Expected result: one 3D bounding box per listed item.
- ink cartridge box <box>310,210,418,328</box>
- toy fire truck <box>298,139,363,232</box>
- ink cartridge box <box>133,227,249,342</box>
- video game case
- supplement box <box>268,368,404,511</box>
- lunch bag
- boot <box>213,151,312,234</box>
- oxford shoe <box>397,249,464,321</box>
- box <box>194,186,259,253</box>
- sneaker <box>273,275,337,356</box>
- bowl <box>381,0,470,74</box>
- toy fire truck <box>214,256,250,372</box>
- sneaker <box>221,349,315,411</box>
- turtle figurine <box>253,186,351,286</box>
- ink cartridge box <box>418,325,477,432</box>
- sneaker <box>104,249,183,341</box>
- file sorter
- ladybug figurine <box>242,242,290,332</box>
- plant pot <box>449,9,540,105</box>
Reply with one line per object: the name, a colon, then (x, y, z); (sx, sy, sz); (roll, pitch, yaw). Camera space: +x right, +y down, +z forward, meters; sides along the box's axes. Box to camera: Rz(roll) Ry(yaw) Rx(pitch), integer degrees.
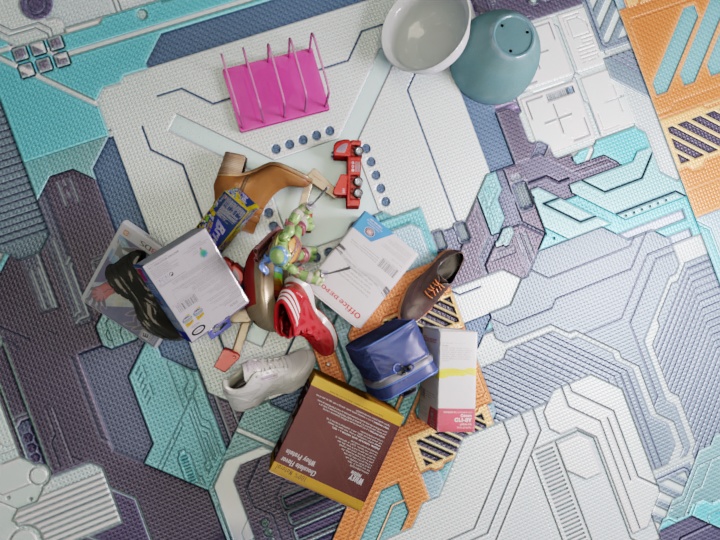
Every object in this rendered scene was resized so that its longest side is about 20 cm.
ink cartridge box: (0.000, 0.000, 1.221); (0.146, 0.086, 0.200); (39, 85, -3)
toy fire truck: (-0.066, -0.181, 1.240); (0.141, 0.049, 0.201); (1, 86, -5)
ink cartridge box: (-0.306, 0.039, 1.092); (0.136, 0.076, 0.200); (-37, 110, -25)
video game case: (-0.437, 0.030, 1.162); (0.182, 0.023, 0.200); (34, 108, -4)
supplement box: (-0.052, 0.334, 1.175); (0.197, 0.133, 0.200); (26, 84, -5)
lunch bag: (0.066, 0.183, 1.163); (0.136, 0.200, 0.133); (-27, 92, -12)
boot: (-0.207, -0.151, 1.211); (0.199, 0.074, 0.155); (12, 92, 6)
oxford shoe: (0.150, 0.033, 1.243); (0.071, 0.073, 0.200); (37, 84, -5)
box: (-0.294, -0.070, 1.163); (0.064, 0.070, 0.200); (43, 107, -3)
sneaker: (-0.119, 0.120, 1.159); (0.078, 0.116, 0.200); (-11, 121, 31)
bowl: (0.152, -0.499, 1.241); (0.201, 0.090, 0.202); (-6, 77, 28)
toy fire truck: (-0.276, 0.089, 1.195); (0.141, 0.049, 0.200); (33, 82, -6)
sneaker: (-0.185, 0.212, 1.178); (0.200, 0.075, 0.100); (-28, 135, -8)
turtle figurine: (-0.092, -0.052, 1.112); (0.200, 0.194, 0.144); (-38, 99, 8)
ink cartridge box: (0.179, 0.218, 1.201); (0.083, 0.145, 0.201); (2, 87, -7)
sneaker: (-0.395, 0.049, 1.116); (0.091, 0.076, 0.200); (-37, 101, 9)
file sorter: (-0.174, -0.390, 1.199); (0.200, 0.125, 0.139); (-16, 90, -7)
ladybug figurine: (-0.191, 0.027, 1.178); (0.072, 0.136, 0.201); (-7, 68, 14)
plant pot: (0.305, -0.476, 1.255); (0.200, 0.135, 0.201); (0, 88, -7)
